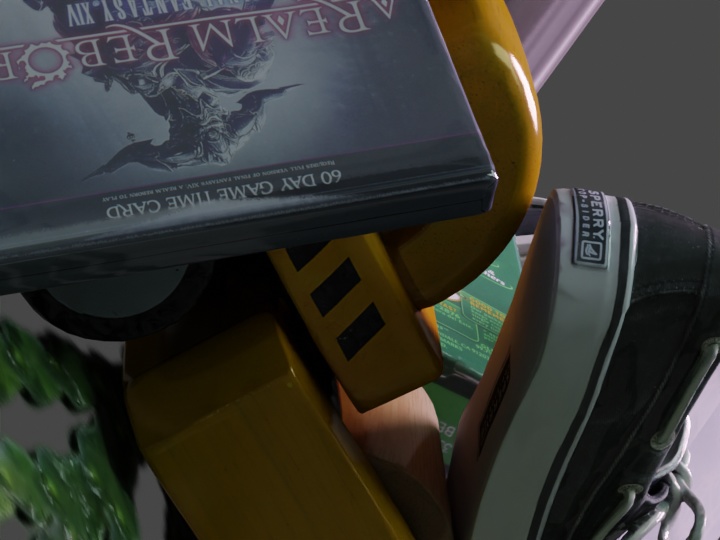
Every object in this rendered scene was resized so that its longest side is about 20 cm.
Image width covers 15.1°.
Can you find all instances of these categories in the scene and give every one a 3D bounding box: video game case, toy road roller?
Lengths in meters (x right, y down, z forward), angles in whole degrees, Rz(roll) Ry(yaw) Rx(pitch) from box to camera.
[{"bbox_3d":[-0.061,-0.085,0.712,0.019,0.143,0.200,99,-24,-52],"label":"video game case"},{"bbox_3d":[-0.003,-0.001,0.779,0.200,0.146,0.123,61,9,-22],"label":"toy road roller"}]

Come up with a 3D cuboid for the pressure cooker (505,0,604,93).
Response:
[{"bbox_3d":[0.014,-0.140,1.155,0.178,0.200,0.176,26,30,-17],"label":"pressure cooker"}]

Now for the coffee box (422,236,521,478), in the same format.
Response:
[{"bbox_3d":[0.000,0.000,0.964,0.123,0.044,0.200,27,18,-12],"label":"coffee box"}]

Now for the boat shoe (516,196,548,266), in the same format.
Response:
[{"bbox_3d":[0.067,0.000,1.134,0.060,0.200,0.076,-122,-136,-52],"label":"boat shoe"}]

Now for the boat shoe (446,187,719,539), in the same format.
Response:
[{"bbox_3d":[0.067,0.052,0.790,0.200,0.068,0.074,105,-8,-45],"label":"boat shoe"}]

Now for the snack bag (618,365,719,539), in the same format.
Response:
[{"bbox_3d":[0.089,0.100,0.981,0.021,0.189,0.200,29,-10,29],"label":"snack bag"}]

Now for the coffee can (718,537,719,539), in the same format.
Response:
[{"bbox_3d":[0.114,0.105,1.197,0.147,0.146,0.200,61,9,-25],"label":"coffee can"}]
